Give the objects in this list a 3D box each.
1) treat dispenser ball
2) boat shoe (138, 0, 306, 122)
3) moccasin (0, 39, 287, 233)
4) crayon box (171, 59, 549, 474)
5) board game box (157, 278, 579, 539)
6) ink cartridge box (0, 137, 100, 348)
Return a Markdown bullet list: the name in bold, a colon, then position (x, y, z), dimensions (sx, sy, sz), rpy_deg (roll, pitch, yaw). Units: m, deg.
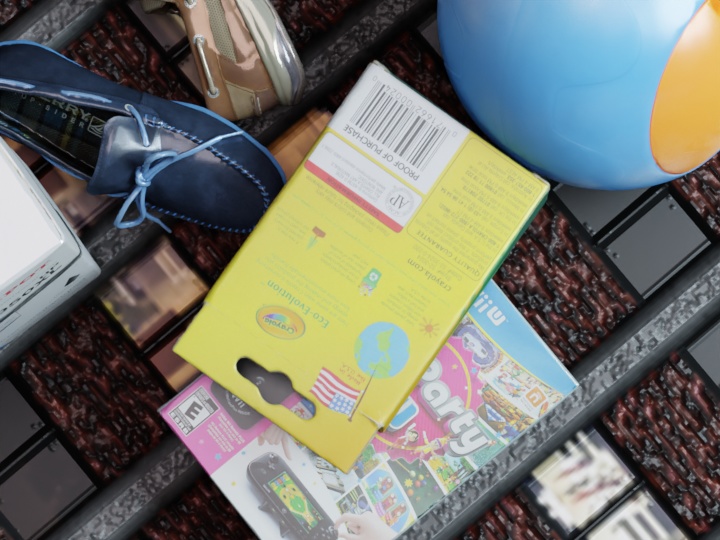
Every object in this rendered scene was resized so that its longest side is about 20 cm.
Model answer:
- **treat dispenser ball**: position (0.143, -0.146, 1.582), dimensions (0.200, 0.201, 0.202), rpy_deg (0, 85, 0)
- **boat shoe**: position (-0.102, -0.179, 1.650), dimensions (0.072, 0.076, 0.201), rpy_deg (-26, 84, 0)
- **moccasin**: position (-0.143, -0.066, 1.633), dimensions (0.199, 0.068, 0.081), rpy_deg (20, 118, 9)
- **crayon box**: position (0.000, 0.000, 1.582), dimensions (0.127, 0.051, 0.200), rpy_deg (36, 85, 5)
- **board game box**: position (0.004, 0.075, 1.631), dimensions (0.200, 0.064, 0.148), rpy_deg (-39, 86, -5)
- **ink cartridge box**: position (-0.233, 0.002, 1.568), dimensions (0.144, 0.200, 0.084), rpy_deg (-36, 85, -3)
